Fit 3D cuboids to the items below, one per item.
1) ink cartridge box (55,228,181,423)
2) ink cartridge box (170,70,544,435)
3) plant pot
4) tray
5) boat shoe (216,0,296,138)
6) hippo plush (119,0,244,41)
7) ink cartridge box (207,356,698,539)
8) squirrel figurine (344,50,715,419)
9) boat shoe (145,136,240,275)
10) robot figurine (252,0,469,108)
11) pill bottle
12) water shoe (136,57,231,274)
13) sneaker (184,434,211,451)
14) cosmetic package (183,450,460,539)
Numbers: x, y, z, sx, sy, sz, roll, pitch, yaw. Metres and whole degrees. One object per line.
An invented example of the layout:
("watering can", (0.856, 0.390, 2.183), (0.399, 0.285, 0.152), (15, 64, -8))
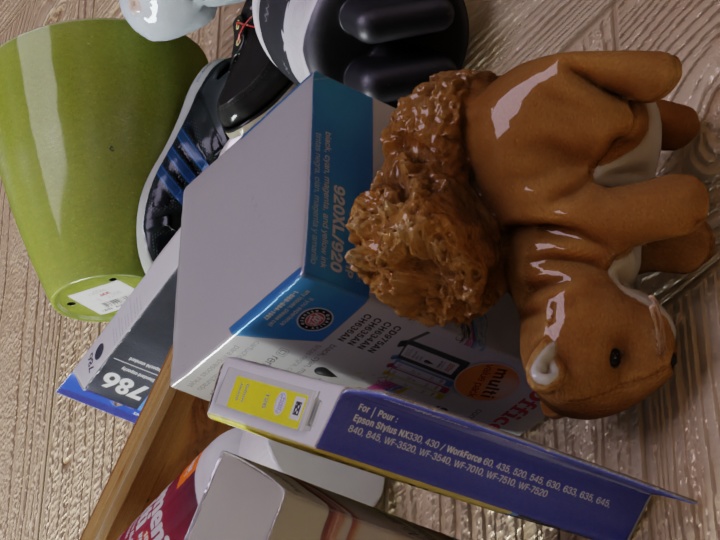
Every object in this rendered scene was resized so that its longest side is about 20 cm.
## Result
("ink cartridge box", (-0.131, 0.053, 1.842), (0.200, 0.099, 0.039), (-50, 31, 32))
("ink cartridge box", (0.012, 0.010, 1.486), (0.147, 0.199, 0.145), (-39, 39, 43))
("plant pot", (-0.205, -0.069, 2.028), (0.187, 0.186, 0.201), (-35, 54, 47))
("tray", (-0.105, 0.120, 1.731), (0.201, 0.098, 0.037), (-64, 22, 8))
("boat shoe", (-0.069, -0.170, 1.874), (0.073, 0.063, 0.202), (-22, 29, 33))
("hippo plush", (-0.128, -0.260, 1.989), (0.199, 0.159, 0.161), (-31, 67, 12))
("ink cartridge box", (0.045, 0.099, 1.353), (0.200, 0.197, 0.047), (14, 85, 65))
("squirrel figurine", (0.093, -0.014, 1.377), (0.142, 0.199, 0.188), (63, -151, -80))
("boat shoe", (-0.087, -0.034, 1.875), (0.068, 0.072, 0.200), (40, 94, 34))
("robot figurine", (0.002, -0.172, 1.749), (0.151, 0.124, 0.200), (-58, 26, 4))
("pill bottle", (-0.077, 0.169, 1.631), (0.200, 0.109, 0.110), (-46, 32, 37))
("water shoe", (-0.115, -0.076, 1.952), (0.079, 0.071, 0.201), (-10, 62, 55))
("sneaker", (-0.099, 0.089, 1.781), (0.077, 0.073, 0.201), (-106, 33, -71))
("cosmetic package", (0.010, 0.175, 1.352), (0.103, 0.199, 0.088), (23, 91, 64))
